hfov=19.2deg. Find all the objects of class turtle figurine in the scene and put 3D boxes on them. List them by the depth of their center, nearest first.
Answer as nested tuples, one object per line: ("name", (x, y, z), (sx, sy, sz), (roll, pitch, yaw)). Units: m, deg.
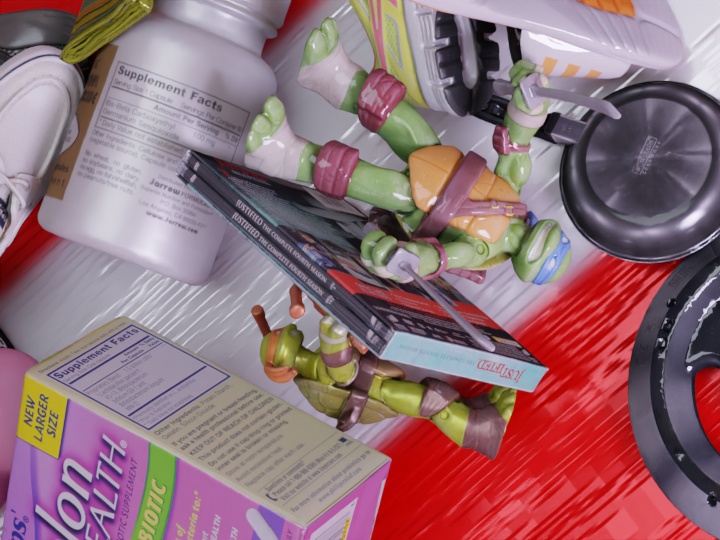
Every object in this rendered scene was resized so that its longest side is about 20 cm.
("turtle figurine", (0.040, -0.068, 1.202), (0.193, 0.200, 0.145), (29, 99, 8))
("turtle figurine", (0.007, 0.064, 1.230), (0.160, 0.200, 0.065), (18, 78, -2))

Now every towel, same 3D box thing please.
("towel", (-0.140, -0.221, 1.337), (0.086, 0.018, 0.201), (-27, 40, 41))

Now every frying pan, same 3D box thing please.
("frying pan", (0.149, -0.087, 1.270), (0.115, 0.031, 0.190), (-42, 65, 0))

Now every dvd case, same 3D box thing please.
("dvd case", (0.000, 0.000, 1.222), (0.200, 0.146, 0.022), (42, 107, 37))

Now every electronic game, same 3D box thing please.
("electronic game", (0.247, 0.062, 1.203), (0.199, 0.042, 0.202), (-7, 73, 24))

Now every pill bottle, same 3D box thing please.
("pill bottle", (-0.115, -0.102, 1.324), (0.114, 0.114, 0.201), (20, 88, 22))

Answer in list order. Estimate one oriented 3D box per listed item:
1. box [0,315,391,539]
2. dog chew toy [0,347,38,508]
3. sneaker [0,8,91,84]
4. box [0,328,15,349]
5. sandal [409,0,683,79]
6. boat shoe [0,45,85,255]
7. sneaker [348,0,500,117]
("box", (-0.104, 0.156, 1.250), (0.199, 0.097, 0.177), (27, 122, 22))
("dog chew toy", (-0.268, 0.115, 1.299), (0.199, 0.125, 0.125), (-28, 73, 6))
("sneaker", (-0.270, -0.102, 1.401), (0.198, 0.076, 0.115), (-5, 74, 14))
("box", (-0.313, 0.071, 1.404), (0.161, 0.049, 0.200), (-40, 72, 12))
("sandal", (0.091, -0.154, 1.252), (0.059, 0.205, 0.080), (125, 149, -47))
("boat shoe", (-0.231, -0.046, 1.323), (0.201, 0.071, 0.070), (-54, 27, 4))
("sneaker", (0.022, -0.191, 1.288), (0.090, 0.078, 0.202), (3, 103, 44))
